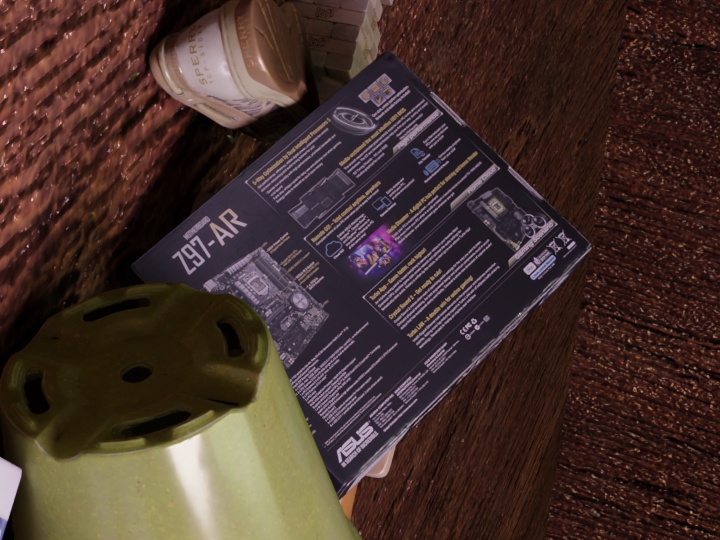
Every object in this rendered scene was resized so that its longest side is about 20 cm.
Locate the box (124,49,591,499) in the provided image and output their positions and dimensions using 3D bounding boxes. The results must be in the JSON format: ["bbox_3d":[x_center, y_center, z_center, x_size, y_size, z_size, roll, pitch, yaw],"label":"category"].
[{"bbox_3d":[0.000,0.000,0.980,0.200,0.160,0.044,-43,172,-24],"label":"box"}]

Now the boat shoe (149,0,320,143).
[{"bbox_3d":[-0.063,-0.111,1.012,0.200,0.063,0.073,30,47,-79],"label":"boat shoe"}]

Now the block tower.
[{"bbox_3d":[-0.011,-0.173,1.161,0.058,0.054,0.200,68,36,-69],"label":"block tower"}]

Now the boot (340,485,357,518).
[{"bbox_3d":[-0.017,0.121,1.280,0.200,0.077,0.155,-71,-178,-49],"label":"boot"}]

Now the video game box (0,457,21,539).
[{"bbox_3d":[-0.199,0.146,0.673,0.182,0.047,0.200,56,48,-70],"label":"video game box"}]

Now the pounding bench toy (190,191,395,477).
[{"bbox_3d":[-0.046,0.079,1.087,0.156,0.124,0.200,54,49,-73],"label":"pounding bench toy"}]

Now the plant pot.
[{"bbox_3d":[-0.085,0.115,0.850,0.200,0.200,0.190,-63,152,-48],"label":"plant pot"}]
